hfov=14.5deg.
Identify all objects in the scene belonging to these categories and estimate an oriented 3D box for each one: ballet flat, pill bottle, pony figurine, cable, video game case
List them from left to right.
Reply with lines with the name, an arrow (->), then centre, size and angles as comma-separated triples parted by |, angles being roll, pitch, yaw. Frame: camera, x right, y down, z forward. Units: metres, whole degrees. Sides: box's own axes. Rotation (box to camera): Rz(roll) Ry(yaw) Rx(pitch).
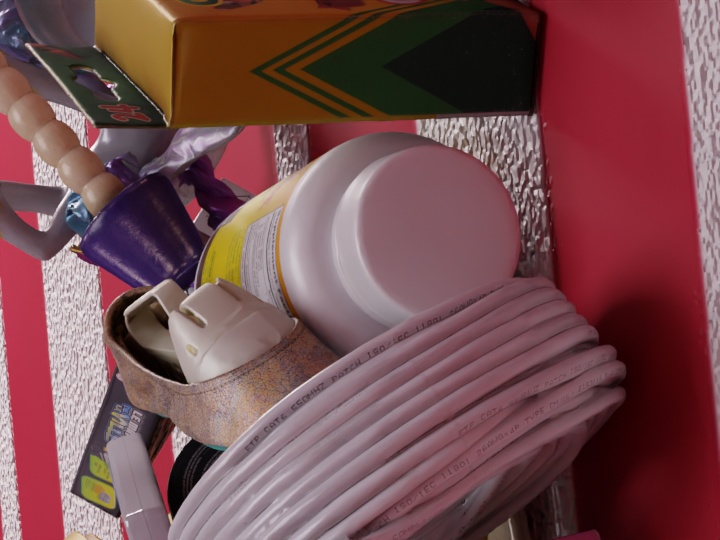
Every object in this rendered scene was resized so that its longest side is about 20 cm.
pony figurine -> -0.117, -0.065, 1.487 | 0.167, 0.199, 0.194 | 133, 161, -71
video game case -> -0.082, 0.180, 1.341 | 0.200, 0.022, 0.183 | -139, 32, -80
ballet flat -> -0.067, 0.037, 1.252 | 0.200, 0.068, 0.067 | 4, 124, 62
pill bottle -> 0.000, 0.000, 1.297 | 0.200, 0.109, 0.110 | 155, 110, -68
cable -> 0.015, 0.082, 1.143 | 0.069, 0.200, 0.200 | 52, 167, 13

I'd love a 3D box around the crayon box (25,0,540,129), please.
crayon box -> -0.036, -0.105, 1.245 | 0.127, 0.199, 0.051 | -136, 46, -60

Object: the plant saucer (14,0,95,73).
plant saucer -> -0.083, -0.175, 1.428 | 0.027, 0.200, 0.201 | 53, -168, -50

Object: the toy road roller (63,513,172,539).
toy road roller -> -0.112, 0.235, 1.669 | 0.200, 0.146, 0.123 | 52, 167, -18

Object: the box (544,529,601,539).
box -> 0.054, 0.236, 1.169 | 0.176, 0.096, 0.200 | 67, 150, 25

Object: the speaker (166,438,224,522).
speaker -> -0.040, 0.156, 1.387 | 0.200, 0.081, 0.081 | 78, 173, -54

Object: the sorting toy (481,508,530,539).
sorting toy -> 0.038, 0.150, 1.326 | 0.185, 0.036, 0.201 | 158, 107, -69

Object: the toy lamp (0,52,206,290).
toy lamp -> -0.152, -0.067, 1.397 | 0.200, 0.058, 0.058 | 48, 149, 9

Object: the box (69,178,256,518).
box -> -0.109, 0.047, 1.619 | 0.110, 0.035, 0.200 | -60, -3, -38
